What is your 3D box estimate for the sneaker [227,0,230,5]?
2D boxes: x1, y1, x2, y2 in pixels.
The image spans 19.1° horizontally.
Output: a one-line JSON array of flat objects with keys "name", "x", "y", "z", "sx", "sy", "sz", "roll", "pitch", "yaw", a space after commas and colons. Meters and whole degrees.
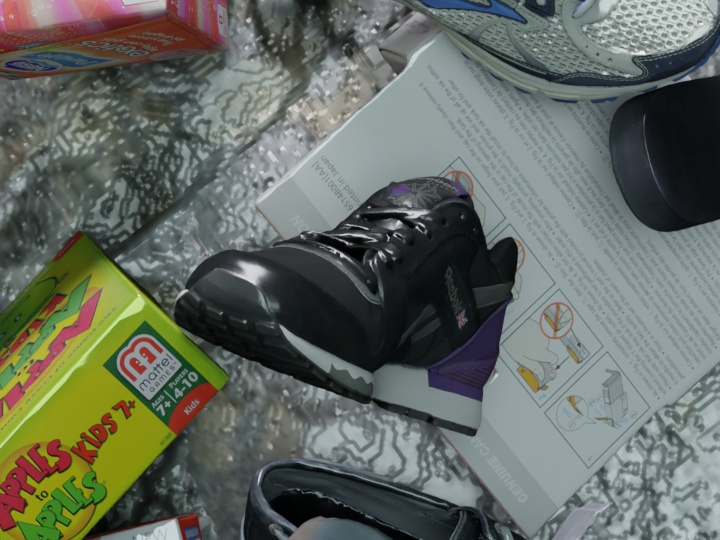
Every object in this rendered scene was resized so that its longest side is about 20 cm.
[{"name": "sneaker", "x": -0.120, "y": -0.188, "z": 0.926, "sx": 0.091, "sy": 0.078, "sz": 0.201, "roll": -25, "pitch": 81, "yaw": 5}]

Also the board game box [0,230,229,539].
[{"name": "board game box", "x": -0.118, "y": 0.047, "z": 0.841, "sx": 0.048, "sy": 0.200, "sz": 0.102, "roll": 44, "pitch": 86, "yaw": -15}]

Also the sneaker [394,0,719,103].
[{"name": "sneaker", "x": 0.045, "y": -0.123, "z": 0.805, "sx": 0.199, "sy": 0.085, "sz": 0.078, "roll": 19, "pitch": 82, "yaw": 3}]

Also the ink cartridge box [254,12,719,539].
[{"name": "ink cartridge box", "x": 0.073, "y": -0.019, "z": 0.898, "sx": 0.176, "sy": 0.045, "sz": 0.200, "roll": -41, "pitch": 112, "yaw": -5}]

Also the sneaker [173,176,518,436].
[{"name": "sneaker", "x": 0.000, "y": 0.000, "z": 0.780, "sx": 0.075, "sy": 0.200, "sz": 0.088, "roll": 21, "pitch": 89, "yaw": 24}]

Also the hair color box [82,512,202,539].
[{"name": "hair color box", "x": -0.100, "y": 0.209, "z": 0.863, "sx": 0.110, "sy": 0.064, "sz": 0.202, "roll": -14, "pitch": 84, "yaw": 1}]

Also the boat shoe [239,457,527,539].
[{"name": "boat shoe", "x": 0.043, "y": 0.131, "z": 0.892, "sx": 0.199, "sy": 0.068, "sz": 0.072, "roll": 24, "pitch": 54, "yaw": 12}]

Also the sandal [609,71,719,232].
[{"name": "sandal", "x": 0.177, "y": -0.064, "z": 0.889, "sx": 0.200, "sy": 0.043, "sz": 0.077, "roll": -32, "pitch": 101, "yaw": -46}]

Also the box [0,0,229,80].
[{"name": "box", "x": -0.119, "y": -0.185, "z": 0.841, "sx": 0.102, "sy": 0.095, "sz": 0.202, "roll": -6, "pitch": 86, "yaw": 11}]

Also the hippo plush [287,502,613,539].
[{"name": "hippo plush", "x": 0.029, "y": 0.193, "z": 0.833, "sx": 0.199, "sy": 0.159, "sz": 0.162, "roll": -32, "pitch": 133, "yaw": -17}]
